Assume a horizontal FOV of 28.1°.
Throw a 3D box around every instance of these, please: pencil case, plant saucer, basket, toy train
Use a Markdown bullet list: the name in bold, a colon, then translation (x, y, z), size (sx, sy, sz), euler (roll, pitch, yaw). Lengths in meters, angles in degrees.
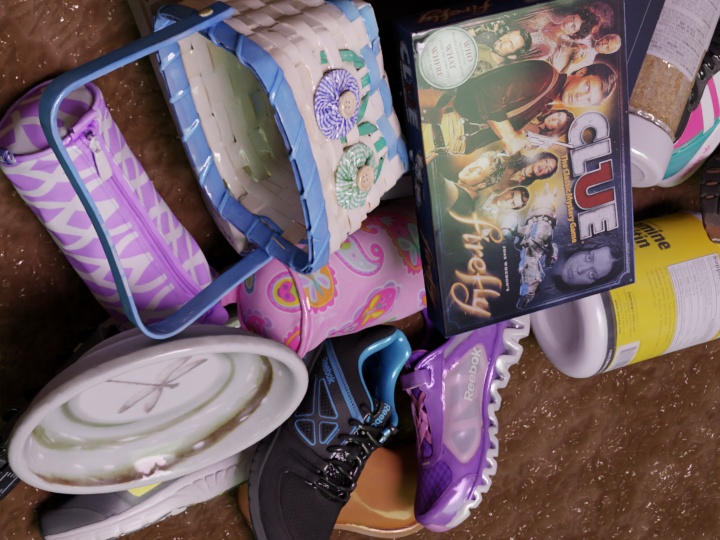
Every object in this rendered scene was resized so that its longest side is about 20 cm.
- **pencil case**: translation (0.000, 0.000, 1.015), size (0.200, 0.087, 0.088), euler (-20, 129, -41)
- **plant saucer**: translation (-0.135, 0.081, 0.941), size (0.199, 0.050, 0.200), euler (-18, 154, -9)
- **basket**: translation (-0.076, -0.076, 0.840), size (0.200, 0.139, 0.177), euler (-33, 131, -18)
- **toy train**: translation (-0.218, 0.103, 1.001), size (0.046, 0.034, 0.200), euler (22, 125, -40)
- **pencil case**: translation (-0.161, -0.037, 0.946), size (0.084, 0.085, 0.200), euler (-61, 141, -30)

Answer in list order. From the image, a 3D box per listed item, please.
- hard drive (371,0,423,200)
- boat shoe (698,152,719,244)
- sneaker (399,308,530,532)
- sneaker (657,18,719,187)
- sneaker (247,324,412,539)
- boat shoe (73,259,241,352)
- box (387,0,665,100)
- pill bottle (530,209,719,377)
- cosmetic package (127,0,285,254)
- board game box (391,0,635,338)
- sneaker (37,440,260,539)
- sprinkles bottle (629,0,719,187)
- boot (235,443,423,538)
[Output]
- **hard drive**: translation (0.076, -0.130, 0.993), size (0.199, 0.042, 0.136), euler (-17, 97, -35)
- **boat shoe**: translation (0.324, -0.067, 1.154), size (0.200, 0.075, 0.074), euler (-45, 135, -47)
- **sneaker**: translation (0.066, 0.103, 1.139), size (0.088, 0.080, 0.201), euler (23, 72, -25)
- **sneaker**: translation (0.248, -0.164, 1.105), size (0.120, 0.084, 0.200), euler (14, 113, -45)
- **sneaker**: translation (-0.021, 0.121, 1.031), size (0.073, 0.082, 0.201), euler (41, 52, -39)
- **boat shoe**: translation (-0.123, 0.055, 1.041), size (0.199, 0.060, 0.072), euler (-27, 131, -12)
- **box**: translation (0.120, -0.171, 0.956), size (0.141, 0.079, 0.201), euler (35, 66, -32)
- **pill bottle**: translation (0.245, 0.013, 1.190), size (0.199, 0.112, 0.112), euler (-14, 125, -22)
- **cosmetic package**: translation (-0.075, -0.121, 0.951), size (0.105, 0.071, 0.201), euler (-28, 129, -11)
- **board game box**: translation (0.098, -0.069, 0.878), size (0.135, 0.035, 0.201), euler (-16, 118, -13)
- **sneaker**: translation (-0.154, 0.144, 1.083), size (0.199, 0.085, 0.074), euler (-23, 174, 4)
- **sprinkles bottle**: translation (0.213, -0.161, 1.024), size (0.068, 0.068, 0.201), euler (34, 72, -39)
- **boot**: translation (-0.009, 0.144, 1.164), size (0.199, 0.077, 0.156), euler (-19, 123, -9)
